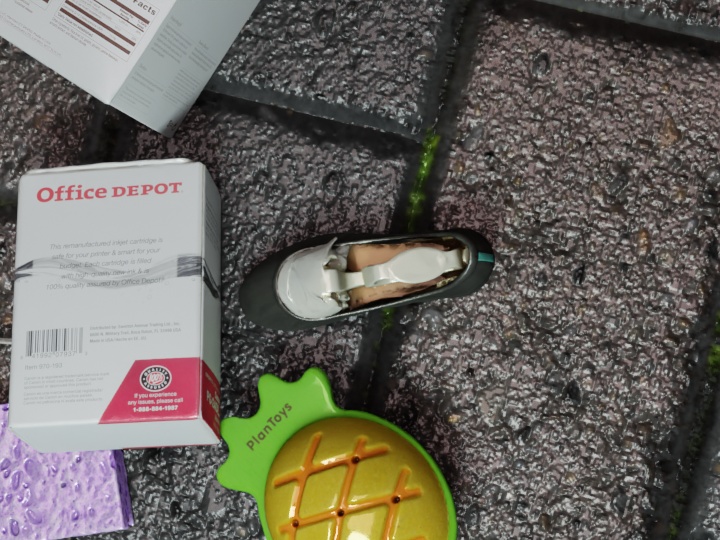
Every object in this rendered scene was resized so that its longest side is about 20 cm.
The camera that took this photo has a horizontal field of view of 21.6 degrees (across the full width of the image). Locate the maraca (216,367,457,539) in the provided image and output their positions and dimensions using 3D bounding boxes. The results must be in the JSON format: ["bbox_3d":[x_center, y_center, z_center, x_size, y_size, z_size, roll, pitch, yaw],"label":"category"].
[{"bbox_3d":[-0.018,0.162,1.387,0.200,0.107,0.137,43,91,14],"label":"maraca"}]

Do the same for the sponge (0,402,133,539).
[{"bbox_3d":[-0.282,0.159,1.463,0.199,0.030,0.112,-9,86,8],"label":"sponge"}]

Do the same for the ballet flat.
[{"bbox_3d":[0.000,0.000,1.412,0.200,0.068,0.068,-12,85,8],"label":"ballet flat"}]

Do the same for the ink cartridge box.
[{"bbox_3d":[-0.179,0.027,1.408,0.145,0.083,0.200,-3,71,8],"label":"ink cartridge box"}]

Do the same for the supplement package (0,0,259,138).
[{"bbox_3d":[-0.164,-0.228,1.387,0.147,0.191,0.200,33,91,8],"label":"supplement package"}]

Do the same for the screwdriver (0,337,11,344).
[{"bbox_3d":[-0.207,0.059,1.464,0.199,0.029,0.028,3,87,12],"label":"screwdriver"}]
